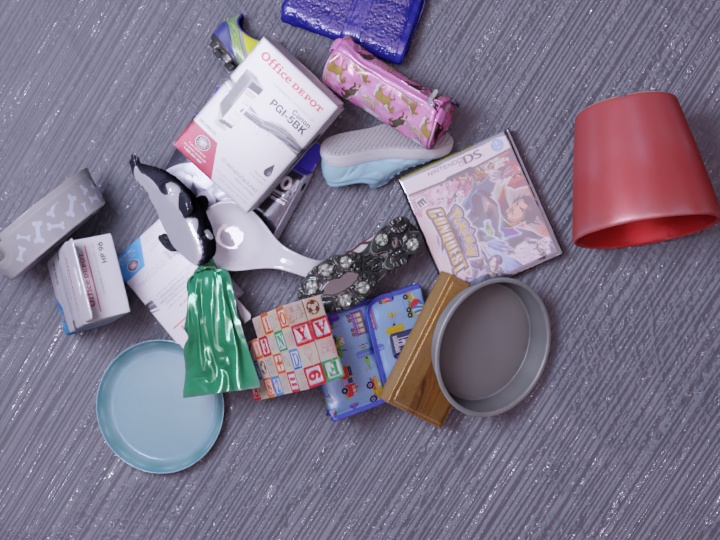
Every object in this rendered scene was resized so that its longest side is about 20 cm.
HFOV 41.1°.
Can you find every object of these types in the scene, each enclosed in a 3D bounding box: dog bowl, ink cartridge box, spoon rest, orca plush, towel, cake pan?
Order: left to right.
[{"bbox_3d":[-0.455,-0.063,1.392,0.200,0.200,0.059,-40,101,5],"label":"dog bowl"},{"bbox_3d":[-0.386,0.019,1.371,0.067,0.200,0.117,-14,88,-28],"label":"ink cartridge box"},{"bbox_3d":[-0.256,-0.089,1.377,0.200,0.071,0.106,39,128,32],"label":"orca plush"},{"bbox_3d":[-0.258,0.028,1.430,0.116,0.068,0.200,-41,86,4],"label":"ink cartridge box"},{"bbox_3d":[-0.182,-0.146,1.435,0.197,0.043,0.201,29,91,4],"label":"ink cartridge box"},{"bbox_3d":[-0.141,-0.205,1.351,0.147,0.083,0.200,42,100,-2],"label":"ink cartridge box"},{"bbox_3d":[-0.144,-0.033,1.384,0.198,0.061,0.100,20,93,1],"label":"spoon rest"},{"bbox_3d":[-0.005,-0.402,1.417,0.198,0.050,0.149,20,89,3],"label":"towel"},{"bbox_3d":[0.181,0.106,1.356,0.199,0.037,0.202,-7,104,-28],"label":"cake pan"}]

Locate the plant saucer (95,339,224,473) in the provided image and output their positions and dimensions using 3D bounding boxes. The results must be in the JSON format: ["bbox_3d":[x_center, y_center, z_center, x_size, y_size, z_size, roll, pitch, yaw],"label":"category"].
[{"bbox_3d":[-0.301,0.205,1.457,0.198,0.027,0.202,0,91,6],"label":"plant saucer"}]

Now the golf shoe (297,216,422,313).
[{"bbox_3d":[0.000,0.000,1.379,0.199,0.088,0.078,-31,90,-7],"label":"golf shoe"}]

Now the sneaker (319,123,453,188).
[{"bbox_3d":[0.037,-0.165,1.411,0.198,0.082,0.074,-6,47,-8],"label":"sneaker"}]

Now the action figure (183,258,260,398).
[{"bbox_3d":[-0.207,0.073,1.363,0.117,0.055,0.202,-9,87,10],"label":"action figure"}]

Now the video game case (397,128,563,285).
[{"bbox_3d":[0.175,-0.080,1.409,0.179,0.026,0.201,-24,88,5],"label":"video game case"}]

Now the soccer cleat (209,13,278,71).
[{"bbox_3d":[-0.135,-0.298,1.421,0.200,0.065,0.084,45,85,3],"label":"soccer cleat"}]

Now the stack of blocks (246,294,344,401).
[{"bbox_3d":[-0.106,0.113,1.352,0.058,0.200,0.116,-16,86,-30],"label":"stack of blocks"}]

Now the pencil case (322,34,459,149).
[{"bbox_3d":[0.039,-0.253,1.360,0.199,0.083,0.087,33,122,14],"label":"pencil case"}]

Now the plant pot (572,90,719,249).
[{"bbox_3d":[0.377,-0.137,1.315,0.198,0.200,0.179,-8,80,6],"label":"plant pot"}]

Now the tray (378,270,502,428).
[{"bbox_3d":[0.116,0.114,1.371,0.098,0.037,0.201,28,88,-22],"label":"tray"}]

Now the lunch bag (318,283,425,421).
[{"bbox_3d":[0.027,0.115,1.405,0.198,0.094,0.152,-17,91,-9],"label":"lunch bag"}]
